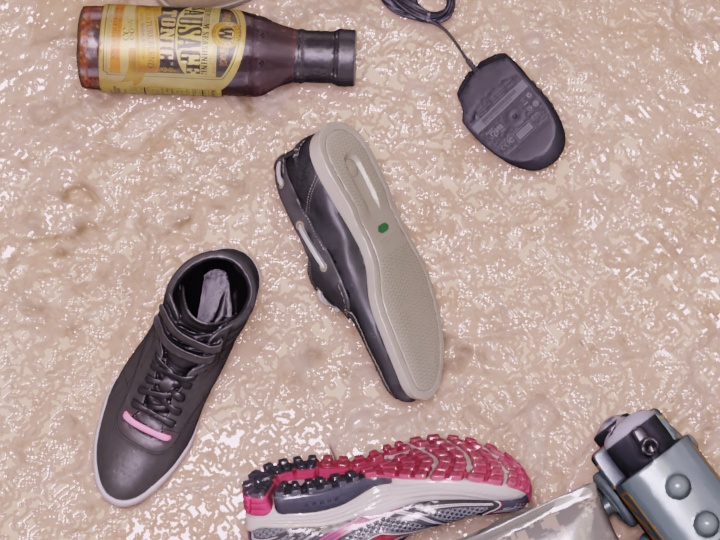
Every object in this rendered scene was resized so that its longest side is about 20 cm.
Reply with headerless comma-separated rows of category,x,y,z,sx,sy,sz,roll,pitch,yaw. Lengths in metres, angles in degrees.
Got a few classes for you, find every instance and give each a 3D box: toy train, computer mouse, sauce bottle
toy train,0.230,0.178,1.493,0.085,0.114,0.201,-34,82,-7
computer mouse,0.077,-0.152,1.600,0.059,0.034,0.200,-40,77,10
sauce bottle,-0.102,-0.157,1.579,0.198,0.066,0.067,0,79,-1

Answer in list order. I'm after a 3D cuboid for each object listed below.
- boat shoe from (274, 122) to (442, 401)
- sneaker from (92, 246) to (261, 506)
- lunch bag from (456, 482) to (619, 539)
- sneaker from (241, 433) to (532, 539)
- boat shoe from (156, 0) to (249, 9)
boat shoe,0.000,0.000,1.553,0.067,0.072,0.201,-25,87,36
sneaker,-0.131,0.067,1.519,0.070,0.099,0.201,28,82,3
lunch bag,0.095,0.254,1.474,0.199,0.118,0.165,-23,83,0
sneaker,0.020,0.163,1.521,0.198,0.081,0.075,-7,108,-2
boat shoe,-0.063,-0.250,1.596,0.199,0.065,0.073,-25,80,-5
